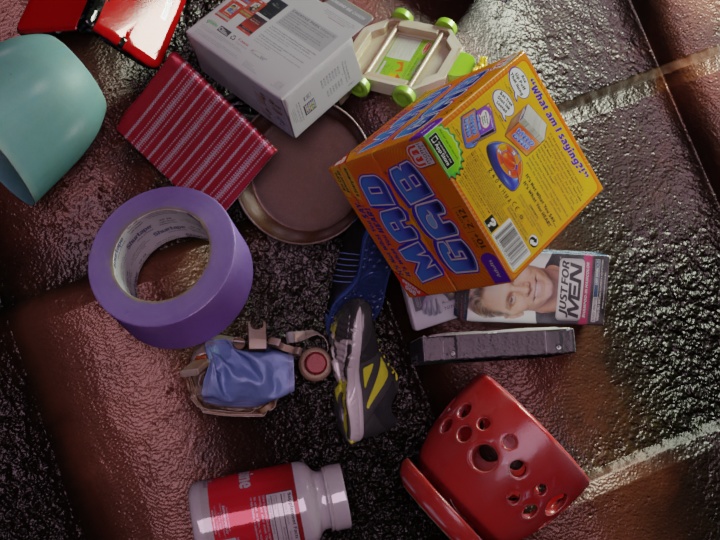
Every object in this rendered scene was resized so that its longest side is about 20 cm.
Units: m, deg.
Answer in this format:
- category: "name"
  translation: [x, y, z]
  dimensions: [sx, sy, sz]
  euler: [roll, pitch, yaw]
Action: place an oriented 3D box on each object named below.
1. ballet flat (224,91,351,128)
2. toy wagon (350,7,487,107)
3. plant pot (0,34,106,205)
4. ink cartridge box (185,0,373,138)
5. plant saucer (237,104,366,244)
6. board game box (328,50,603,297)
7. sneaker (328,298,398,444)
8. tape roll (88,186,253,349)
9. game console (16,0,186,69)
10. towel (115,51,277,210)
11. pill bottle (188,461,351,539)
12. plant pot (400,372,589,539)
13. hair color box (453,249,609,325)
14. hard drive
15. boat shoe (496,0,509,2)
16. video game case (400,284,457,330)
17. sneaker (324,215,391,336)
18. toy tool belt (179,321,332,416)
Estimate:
- category: "ballet flat"
  translation: [-0.104, -0.234, 1.490]
  dimensions: [0.200, 0.057, 0.067]
  euler: [-17, 85, -6]
- category: "toy wagon"
  translation: [0.079, -0.288, 1.474]
  dimensions: [0.200, 0.040, 0.155]
  euler: [17, 59, 22]
- category: "plant pot"
  translation: [-0.434, -0.212, 1.402]
  dimensions: [0.201, 0.201, 0.161]
  euler: [46, 70, 2]
- category: "ink cartridge box"
  translation: [-0.100, -0.303, 1.442]
  dimensions: [0.176, 0.084, 0.200]
  euler: [-43, 60, -15]
- category: "plant saucer"
  translation: [-0.076, -0.136, 1.467]
  dimensions: [0.200, 0.034, 0.201]
  euler: [1, 94, 14]
- category: "board game box"
  translation: [0.129, -0.112, 1.312]
  dimensions: [0.200, 0.200, 0.200]
  euler: [-41, 106, -30]
- category: "sneaker"
  translation: [0.008, 0.131, 1.436]
  dimensions: [0.084, 0.074, 0.200]
  euler: [-6, 108, -24]
- category: "tape roll"
  translation: [-0.247, -0.004, 1.403]
  dimensions: [0.200, 0.085, 0.200]
  euler: [-5, 64, 11]
- category: "game console"
  translation: [-0.347, -0.378, 1.482]
  dimensions: [0.172, 0.119, 0.200]
  euler: [31, 58, -30]
- category: "towel"
  translation: [-0.226, -0.182, 1.463]
  dimensions: [0.200, 0.022, 0.145]
  euler: [44, 111, 2]
- category: "pill bottle"
  translation: [-0.117, 0.313, 1.393]
  dimensions: [0.200, 0.112, 0.112]
  euler: [-10, 84, -6]
- category: "plant pot"
  translation: [0.163, 0.261, 1.379]
  dimensions: [0.182, 0.200, 0.200]
  euler: [-42, 87, -5]
- category: "hair color box"
  translation: [0.233, 0.021, 1.457]
  dimensions: [0.200, 0.061, 0.100]
  euler: [2, 96, -13]
- category: "hard drive"
  translation: [0.172, 0.102, 1.427]
  dimensions: [0.200, 0.140, 0.038]
  euler: [-4, 83, -4]
- category: "boat shoe"
  translation: [0.134, -0.443, 1.533]
  dimensions: [0.200, 0.074, 0.065]
  euler: [44, 87, 12]
- category: "video game case"
  translation: [0.132, -0.038, 1.469]
  dimensions: [0.182, 0.023, 0.200]
  euler: [-17, 99, -11]
- category: "sneaker"
  translation: [0.000, 0.000, 1.444]
  dimensions: [0.070, 0.078, 0.200]
  euler: [12, 121, -21]
- category: "toy tool belt"
  translation: [-0.133, 0.130, 1.409]
  dimensions: [0.200, 0.123, 0.125]
  euler: [-4, 83, -5]
